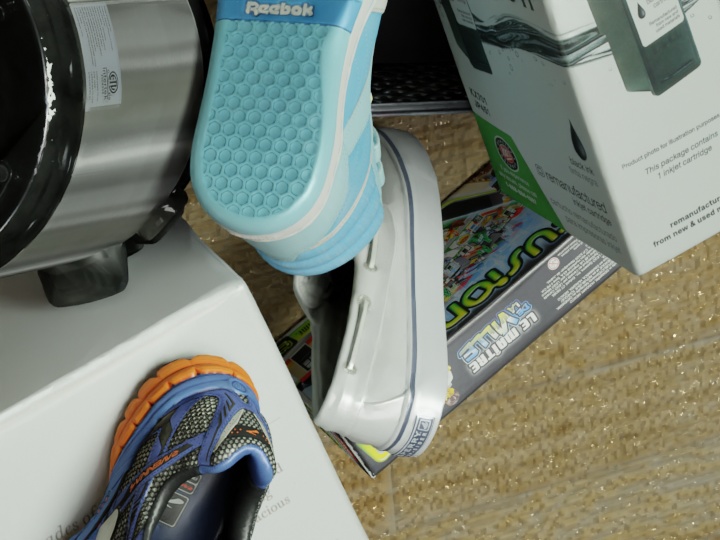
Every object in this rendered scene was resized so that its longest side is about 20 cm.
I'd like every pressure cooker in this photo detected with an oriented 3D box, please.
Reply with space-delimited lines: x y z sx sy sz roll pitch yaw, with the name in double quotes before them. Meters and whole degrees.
"pressure cooker" -0.158 -0.081 1.221 0.177 0.178 0.200 -63 163 18

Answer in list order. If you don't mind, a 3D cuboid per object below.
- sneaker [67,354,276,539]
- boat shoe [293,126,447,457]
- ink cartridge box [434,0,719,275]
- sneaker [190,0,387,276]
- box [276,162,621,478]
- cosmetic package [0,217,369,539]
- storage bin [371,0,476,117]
"sneaker" -0.094 0.137 1.210 0.075 0.078 0.201 16 102 -27
"boat shoe" 0.000 0.000 1.340 0.065 0.201 0.074 14 130 -19
"ink cartridge box" 0.097 -0.118 1.254 0.083 0.147 0.201 -28 117 -14
"sneaker" -0.021 -0.092 1.260 0.131 0.079 0.201 60 44 -67
"box" 0.052 0.011 1.408 0.200 0.110 0.035 -40 120 -7
"cosmetic package" -0.114 0.095 1.328 0.166 0.167 0.201 -30 118 -10
"storage bin" 0.058 -0.156 1.359 0.199 0.094 0.136 -4 111 -23
